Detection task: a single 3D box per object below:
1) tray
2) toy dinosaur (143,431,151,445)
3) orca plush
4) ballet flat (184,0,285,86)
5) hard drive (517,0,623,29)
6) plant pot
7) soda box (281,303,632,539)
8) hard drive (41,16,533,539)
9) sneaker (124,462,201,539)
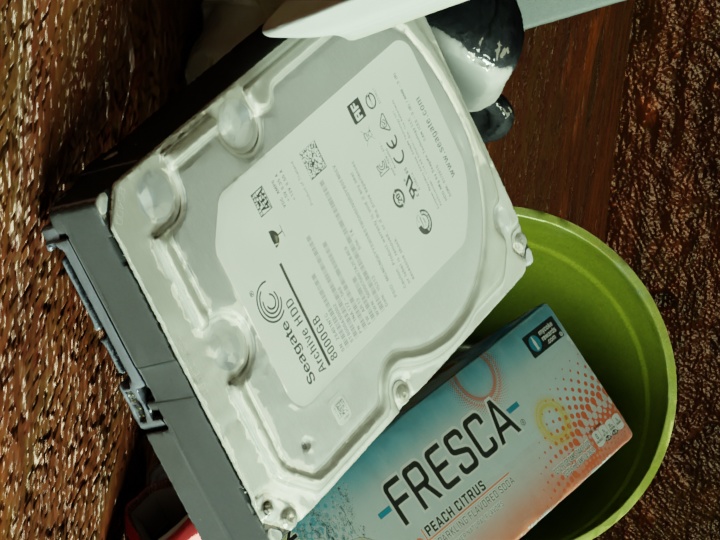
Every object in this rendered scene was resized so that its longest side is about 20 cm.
[{"bbox_3d":[0.048,-0.136,0.940,0.022,0.107,0.200,62,35,-18],"label":"tray"},{"bbox_3d":[-0.057,0.026,1.056,0.088,0.047,0.201,-78,176,-60],"label":"toy dinosaur"},{"bbox_3d":[0.026,-0.105,1.081,0.071,0.105,0.200,-62,-178,-13],"label":"orca plush"},{"bbox_3d":[-0.033,-0.056,0.996,0.069,0.069,0.201,36,38,-80],"label":"ballet flat"},{"bbox_3d":[0.060,-0.150,1.131,0.140,0.199,0.033,80,-7,-64],"label":"hard drive"},{"bbox_3d":[0.069,0.085,1.510,0.193,0.199,0.202,113,-10,-75],"label":"plant pot"},{"bbox_3d":[0.019,0.090,0.980,0.063,0.069,0.200,-33,180,44],"label":"soda box"},{"bbox_3d":[-0.019,-0.011,0.920,0.200,0.038,0.140,-43,114,-45],"label":"hard drive"},{"bbox_3d":[-0.073,0.153,1.061,0.200,0.112,0.071,-51,-169,33],"label":"sneaker"}]
